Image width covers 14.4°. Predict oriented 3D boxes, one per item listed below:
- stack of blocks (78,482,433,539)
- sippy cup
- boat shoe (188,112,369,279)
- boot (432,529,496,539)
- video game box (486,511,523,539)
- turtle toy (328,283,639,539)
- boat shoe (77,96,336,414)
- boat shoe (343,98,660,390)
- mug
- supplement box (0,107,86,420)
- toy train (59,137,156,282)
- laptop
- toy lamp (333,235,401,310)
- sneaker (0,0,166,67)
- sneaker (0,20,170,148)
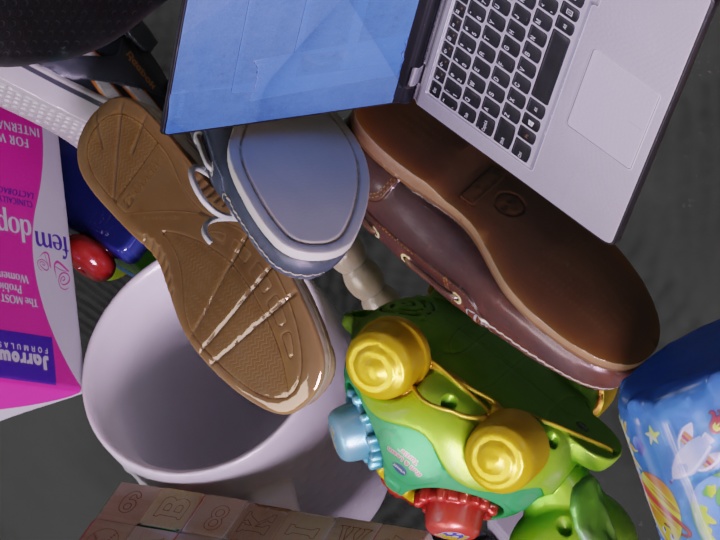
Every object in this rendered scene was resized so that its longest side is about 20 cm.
[{"bbox_3d":[-0.043,0.184,1.514,0.199,0.059,0.115,6,134,33],"label":"stack of blocks"},{"bbox_3d":[0.189,0.092,1.345,0.131,0.177,0.140,62,178,-9],"label":"sippy cup"},{"bbox_3d":[-0.050,-0.057,1.421,0.200,0.075,0.062,63,142,44],"label":"boat shoe"},{"bbox_3d":[0.084,0.264,1.627,0.200,0.076,0.168,57,157,31],"label":"boot"},{"bbox_3d":[0.144,0.246,1.641,0.200,0.047,0.182,49,155,29],"label":"video game box"},{"bbox_3d":[0.065,0.089,1.455,0.200,0.146,0.101,39,117,10],"label":"turtle toy"},{"bbox_3d":[-0.066,-0.011,1.477,0.074,0.069,0.200,-45,66,23],"label":"boat shoe"},{"bbox_3d":[0.065,-0.010,1.424,0.200,0.070,0.070,46,142,19],"label":"boat shoe"},{"bbox_3d":[-0.048,0.106,1.616,0.175,0.147,0.200,53,-168,-54],"label":"mug"},{"bbox_3d":[-0.232,-0.019,1.605,0.103,0.101,0.201,-17,73,35],"label":"supplement box"},{"bbox_3d":[-0.172,-0.038,1.712,0.200,0.085,0.116,26,163,37],"label":"toy train"},{"bbox_3d":[0.030,-0.092,1.296,0.200,0.116,0.187,37,147,14],"label":"laptop"},{"bbox_3d":[0.000,0.000,1.542,0.058,0.058,0.200,-6,124,56],"label":"toy lamp"},{"bbox_3d":[-0.136,-0.153,1.368,0.108,0.201,0.067,16,128,54],"label":"sneaker"},{"bbox_3d":[-0.135,-0.102,1.573,0.200,0.080,0.078,31,161,-20],"label":"sneaker"}]
